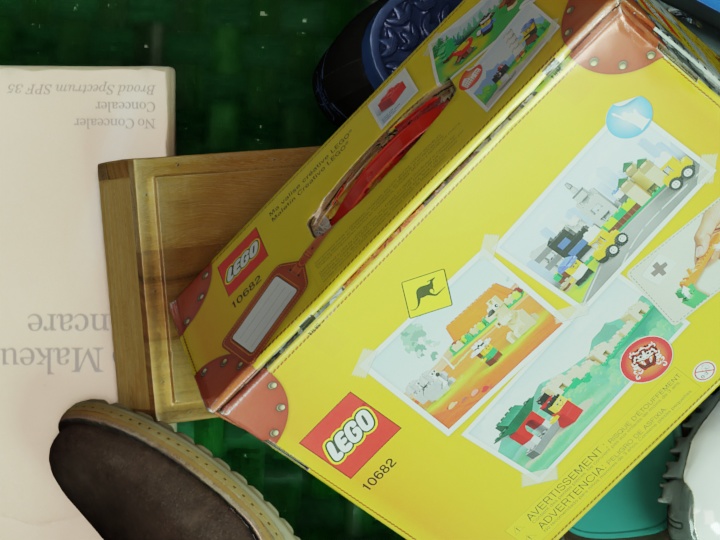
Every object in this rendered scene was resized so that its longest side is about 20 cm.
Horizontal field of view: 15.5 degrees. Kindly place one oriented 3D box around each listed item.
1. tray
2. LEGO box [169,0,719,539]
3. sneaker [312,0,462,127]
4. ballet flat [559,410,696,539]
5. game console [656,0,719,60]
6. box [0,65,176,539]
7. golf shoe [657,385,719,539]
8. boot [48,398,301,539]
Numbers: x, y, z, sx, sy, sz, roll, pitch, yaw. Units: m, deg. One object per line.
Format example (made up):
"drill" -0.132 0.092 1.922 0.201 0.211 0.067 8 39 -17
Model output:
"tray" 0.000 0.000 1.029 0.200 0.037 0.099 -6 91 -29
"LEGO box" 0.057 -0.001 0.945 0.200 0.077 0.149 -45 122 13
"sneaker" 0.073 -0.101 1.069 0.200 0.078 0.070 -15 88 -26
"ballet flat" 0.115 0.105 1.061 0.069 0.071 0.200 -5 98 29
"game console" 0.124 -0.085 1.037 0.200 0.118 0.171 24 118 -29
"box" -0.118 0.022 1.042 0.095 0.078 0.200 -2 88 -6
"golf shoe" 0.207 0.064 1.022 0.200 0.094 0.078 -24 108 -28
"boot" -0.082 0.157 0.932 0.200 0.072 0.166 43 66 13
